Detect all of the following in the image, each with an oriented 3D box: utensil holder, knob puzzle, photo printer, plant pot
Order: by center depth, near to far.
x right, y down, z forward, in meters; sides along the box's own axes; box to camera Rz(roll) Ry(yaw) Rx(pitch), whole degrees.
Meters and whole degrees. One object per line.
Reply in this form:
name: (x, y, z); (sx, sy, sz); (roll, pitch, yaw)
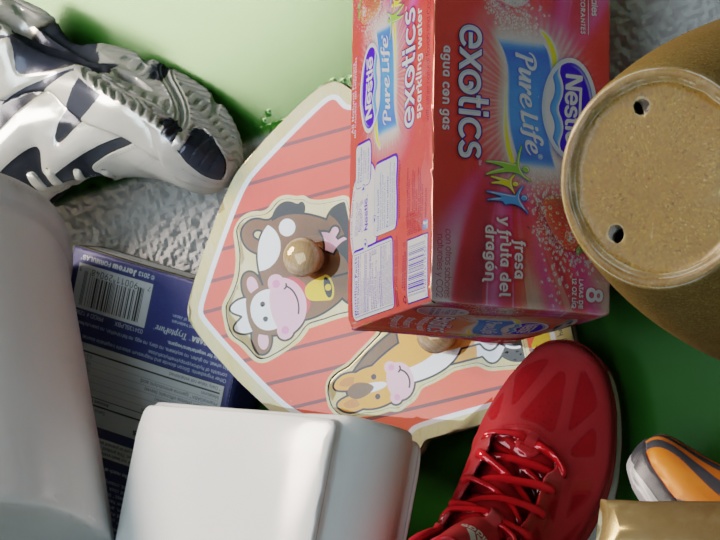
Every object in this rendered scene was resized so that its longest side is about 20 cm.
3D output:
plant pot: (0.172, -0.037, 1.245); (0.186, 0.200, 0.187); (-1, 89, 32)
photo printer: (-0.057, 0.166, 1.340); (0.166, 0.069, 0.200); (2, 78, 50)
knob puzzle: (0.000, 0.000, 1.426); (0.219, 0.030, 0.220); (-1, 87, 21)
utensil holder: (-0.217, 0.075, 1.436); (0.170, 0.170, 0.200); (-35, 50, 26)

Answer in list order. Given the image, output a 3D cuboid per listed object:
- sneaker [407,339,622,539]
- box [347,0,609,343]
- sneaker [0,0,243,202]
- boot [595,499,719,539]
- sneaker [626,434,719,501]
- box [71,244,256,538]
sneaker: (0.070, 0.115, 1.312); (0.078, 0.116, 0.200); (15, 74, 12)
box: (0.055, -0.071, 1.341); (0.103, 0.094, 0.200); (158, 115, -64)
sneaker: (-0.158, -0.055, 1.520); (0.199, 0.079, 0.130); (25, 114, 17)
boot: (0.197, 0.107, 1.226); (0.200, 0.066, 0.176); (-4, 91, 22)
sneaker: (0.224, 0.116, 1.292); (0.200, 0.078, 0.112); (38, 104, 15)
box: (-0.120, 0.097, 1.516); (0.121, 0.032, 0.200); (16, 96, 30)
